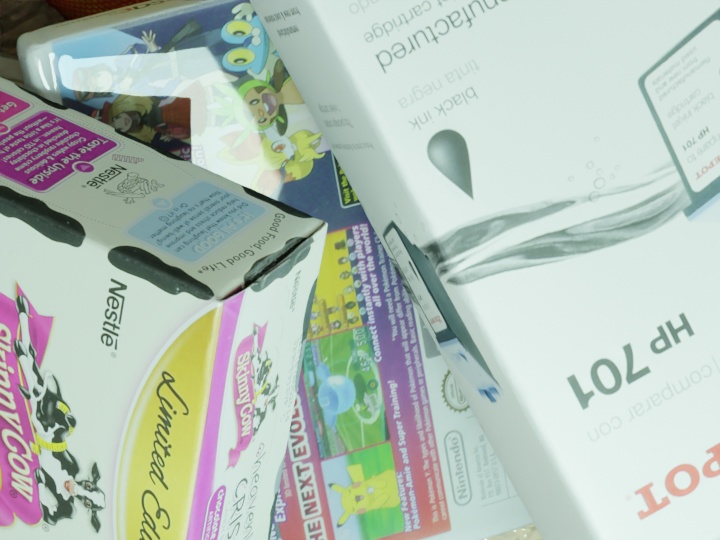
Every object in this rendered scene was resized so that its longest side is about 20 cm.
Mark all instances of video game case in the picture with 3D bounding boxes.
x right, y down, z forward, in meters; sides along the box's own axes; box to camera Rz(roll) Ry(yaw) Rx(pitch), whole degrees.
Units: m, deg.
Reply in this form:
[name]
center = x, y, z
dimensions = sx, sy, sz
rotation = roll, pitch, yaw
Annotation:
[video game case]
center = 0.000, 0.000, 0.888
dimensions = 0.182, 0.023, 0.200
rotation = -15, 112, -14

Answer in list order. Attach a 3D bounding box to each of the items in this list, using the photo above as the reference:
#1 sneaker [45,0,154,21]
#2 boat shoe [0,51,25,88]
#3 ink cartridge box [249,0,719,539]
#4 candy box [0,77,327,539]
[sneaker]
center = -0.093, -0.128, 0.839
dimensions = 0.073, 0.077, 0.200
rotation = -22, 121, 14
[boat shoe]
center = -0.085, -0.013, 0.906
dimensions = 0.202, 0.065, 0.074
rotation = 25, 156, -18
[ink cartridge box]
center = 0.081, -0.030, 0.823
dimensions = 0.146, 0.086, 0.200
rotation = -30, 96, -9
[candy box]
center = -0.117, 0.015, 0.835
dimensions = 0.200, 0.061, 0.136
rotation = 23, 124, 21
